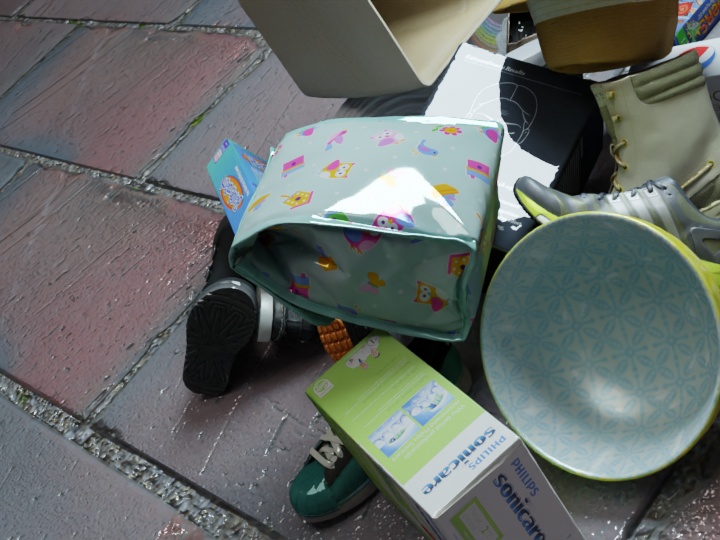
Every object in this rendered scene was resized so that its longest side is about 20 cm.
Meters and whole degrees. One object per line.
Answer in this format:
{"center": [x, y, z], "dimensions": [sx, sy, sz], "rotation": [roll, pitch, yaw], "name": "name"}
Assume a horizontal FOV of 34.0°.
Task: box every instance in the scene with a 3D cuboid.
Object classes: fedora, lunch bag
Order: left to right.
{"center": [0.006, -0.043, 0.951], "dimensions": [0.200, 0.122, 0.171], "rotation": [7, 42, 10], "name": "lunch bag"}
{"center": [0.219, -0.220, 1.045], "dimensions": [0.200, 0.082, 0.201], "rotation": [-9, 6, 1], "name": "fedora"}

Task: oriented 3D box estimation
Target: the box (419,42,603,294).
{"center": [0.124, -0.091, 1.106], "dimensions": [0.148, 0.107, 0.200], "rotation": [21, 68, 21], "name": "box"}

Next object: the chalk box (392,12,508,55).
{"center": [0.083, -0.240, 1.371], "dimensions": [0.124, 0.125, 0.200], "rotation": [14, 55, 47], "name": "chalk box"}

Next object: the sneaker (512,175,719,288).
{"center": [0.224, -0.045, 0.978], "dimensions": [0.074, 0.200, 0.081], "rotation": [-39, -32, -85], "name": "sneaker"}

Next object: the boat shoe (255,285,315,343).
{"center": [-0.079, 0.023, 1.247], "dimensions": [0.060, 0.076, 0.200], "rotation": [7, 27, -7], "name": "boat shoe"}

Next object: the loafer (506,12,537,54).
{"center": [0.185, -0.224, 1.288], "dimensions": [0.073, 0.071, 0.200], "rotation": [-20, 53, 21], "name": "loafer"}

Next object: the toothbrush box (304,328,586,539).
{"center": [0.063, 0.151, 0.896], "dimensions": [0.086, 0.146, 0.200], "rotation": [-41, 36, -11], "name": "toothbrush box"}

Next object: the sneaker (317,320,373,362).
{"center": [0.000, 0.000, 1.136], "dimensions": [0.076, 0.200, 0.092], "rotation": [-12, 1, 31], "name": "sneaker"}

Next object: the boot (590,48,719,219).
{"center": [0.228, -0.090, 1.033], "dimensions": [0.200, 0.155, 0.072], "rotation": [-25, 10, 9], "name": "boot"}

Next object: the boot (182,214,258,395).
{"center": [-0.134, 0.007, 1.246], "dimensions": [0.200, 0.066, 0.165], "rotation": [-78, 12, -47], "name": "boot"}

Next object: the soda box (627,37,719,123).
{"center": [0.356, -0.179, 1.120], "dimensions": [0.200, 0.068, 0.064], "rotation": [-5, 43, 36], "name": "soda box"}

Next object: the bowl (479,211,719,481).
{"center": [0.203, 0.053, 0.913], "dimensions": [0.200, 0.201, 0.108], "rotation": [-4, 1, 36], "name": "bowl"}

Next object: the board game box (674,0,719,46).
{"center": [0.313, -0.298, 1.327], "dimensions": [0.135, 0.034, 0.200], "rotation": [-48, 37, -18], "name": "board game box"}

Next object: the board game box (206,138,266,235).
{"center": [-0.074, -0.050, 1.246], "dimensions": [0.045, 0.152, 0.200], "rotation": [-53, 31, 15], "name": "board game box"}

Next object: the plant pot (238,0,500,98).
{"center": [-0.006, -0.293, 1.227], "dimensions": [0.177, 0.200, 0.200], "rotation": [-16, 27, 44], "name": "plant pot"}

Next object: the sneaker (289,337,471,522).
{"center": [0.005, 0.128, 1.028], "dimensions": [0.200, 0.080, 0.071], "rotation": [-43, 35, -12], "name": "sneaker"}

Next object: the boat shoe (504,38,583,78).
{"center": [0.206, -0.209, 1.175], "dimensions": [0.200, 0.057, 0.069], "rotation": [-23, 17, 21], "name": "boat shoe"}

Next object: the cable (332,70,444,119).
{"center": [0.055, -0.119, 1.231], "dimensions": [0.200, 0.069, 0.200], "rotation": [-36, 66, -10], "name": "cable"}
